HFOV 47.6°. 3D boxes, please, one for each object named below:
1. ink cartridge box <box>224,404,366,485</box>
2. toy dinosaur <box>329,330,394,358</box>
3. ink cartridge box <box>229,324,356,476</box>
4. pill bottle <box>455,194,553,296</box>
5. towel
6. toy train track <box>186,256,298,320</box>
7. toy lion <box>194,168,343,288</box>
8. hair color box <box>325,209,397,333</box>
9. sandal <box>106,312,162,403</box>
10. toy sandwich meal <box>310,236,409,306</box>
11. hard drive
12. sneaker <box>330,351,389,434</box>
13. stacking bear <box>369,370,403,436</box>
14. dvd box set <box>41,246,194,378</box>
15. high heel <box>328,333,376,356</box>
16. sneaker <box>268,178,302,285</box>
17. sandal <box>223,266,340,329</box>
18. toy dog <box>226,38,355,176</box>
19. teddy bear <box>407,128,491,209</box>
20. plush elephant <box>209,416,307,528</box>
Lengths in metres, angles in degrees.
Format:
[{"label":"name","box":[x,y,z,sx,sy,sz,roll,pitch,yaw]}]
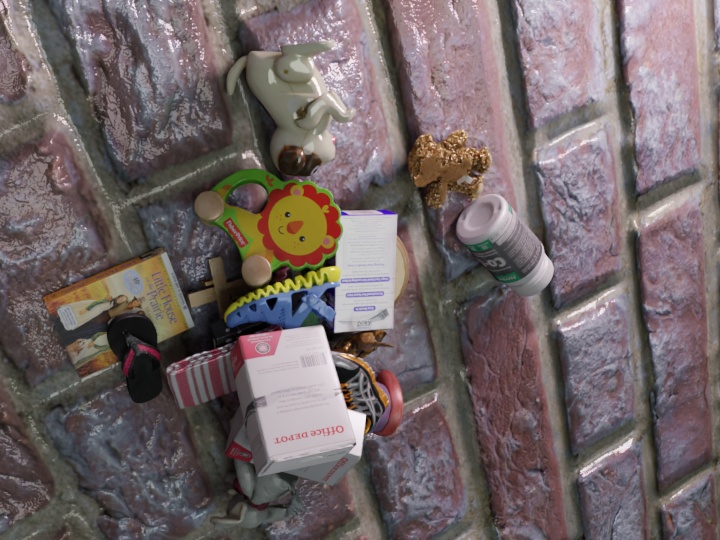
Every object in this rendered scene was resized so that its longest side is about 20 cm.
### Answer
[{"label":"ink cartridge box","box":[-0.109,0.273,1.352,0.199,0.086,0.148,18,143,-13]},{"label":"toy dinosaur","box":[0.004,0.123,1.390,0.106,0.200,0.061,-39,92,7]},{"label":"ink cartridge box","box":[-0.106,0.198,1.253,0.145,0.201,0.085,-6,153,-25]},{"label":"pill bottle","box":[0.280,-0.043,1.561,0.113,0.113,0.200,-50,122,-3]},{"label":"towel","box":[-0.220,0.161,1.354,0.199,0.030,0.147,-19,150,-16]},{"label":"toy train track","box":[-0.200,0.023,1.378,0.199,0.032,0.115,-16,103,-29]},{"label":"toy lion","box":[-0.134,-0.079,1.293,0.191,0.069,0.200,-37,87,-9]},{"label":"hair color box","box":[0.000,0.000,1.387,0.109,0.065,0.201,-2,101,-19]},{"label":"sandal","box":[-0.349,0.146,1.301,0.075,0.045,0.201,-22,134,-21]},{"label":"toy sandwich meal","box":[-0.003,0.007,1.460,0.204,0.070,0.207,-4,103,-18]},{"label":"hard drive","box":[-0.156,0.101,1.386,0.199,0.038,0.140,-21,151,-19]},{"label":"sneaker","box":[-0.015,0.205,1.379,0.200,0.078,0.077,54,53,-38]},{"label":"stacking bear","box":[-0.032,0.243,1.508,0.199,0.114,0.122,12,102,-26]},{"label":"dvd box set","box":[-0.379,0.067,1.296,0.199,0.029,0.147,-24,120,-19]},{"label":"high heel","box":[-0.030,0.190,1.462,0.199,0.071,0.143,0,70,-43]},{"label":"sneaker","box":[-0.106,-0.048,1.373,0.095,0.079,0.201,15,92,-47]},{"label":"sandal","box":[-0.117,0.058,1.292,0.199,0.079,0.088,-17,90,-5]},{"label":"toy dog","box":[-0.100,-0.244,1.260,0.193,0.140,0.201,-12,105,-8]},{"label":"teddy bear","box":[0.159,-0.187,1.481,0.199,0.067,0.146,-14,124,-30]},{"label":"plush elephant","box":[-0.185,0.384,1.451,0.155,0.201,0.164,-40,142,19]}]
